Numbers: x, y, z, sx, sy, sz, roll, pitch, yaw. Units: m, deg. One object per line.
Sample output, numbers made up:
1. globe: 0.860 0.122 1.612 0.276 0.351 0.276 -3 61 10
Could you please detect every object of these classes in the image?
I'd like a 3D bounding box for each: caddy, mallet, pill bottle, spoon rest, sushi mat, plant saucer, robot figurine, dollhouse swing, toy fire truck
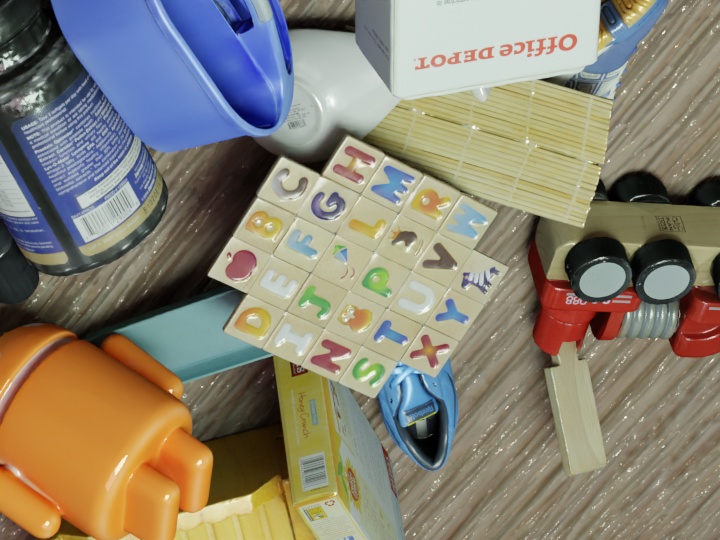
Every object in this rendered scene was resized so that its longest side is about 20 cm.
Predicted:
1. caddy: -0.111 -0.171 1.477 0.105 0.142 0.200 -14 132 25
2. mallet: -0.290 0.050 1.568 0.041 0.200 0.066 20 148 23
3. pill bottle: -0.217 -0.103 1.528 0.112 0.112 0.200 -23 124 3
4. spoon rest: 0.001 -0.127 1.570 0.199 0.061 0.100 -8 115 29
5. sushi mat: 0.074 -0.100 1.591 0.199 0.012 0.096 17 110 10
6. plant saucer: -0.113 0.045 1.657 0.199 0.019 0.070 -18 129 32
7. robot figurine: -0.200 0.114 1.607 0.144 0.200 0.117 -59 162 -1
8. dollhouse swing: -0.129 0.234 1.742 0.199 0.182 0.176 -14 106 -4
9. toy fire truck: 0.209 0.044 1.725 0.175 0.129 0.200 2 133 -15

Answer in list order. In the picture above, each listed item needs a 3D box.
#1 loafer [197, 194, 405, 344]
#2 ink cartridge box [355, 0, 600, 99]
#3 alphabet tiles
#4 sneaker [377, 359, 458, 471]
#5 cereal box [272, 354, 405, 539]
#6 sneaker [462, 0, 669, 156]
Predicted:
1. loafer: -0.042 -0.009 1.657 0.200 0.070 0.075 -35 123 30
2. ink cartridge box: 0.074 -0.221 1.429 0.146 0.083 0.201 -10 124 -16
3. alphabet tiles: 0.000 0.000 1.593 0.200 0.006 0.167 25 108 -27
4. sneaker: 0.036 0.062 1.714 0.066 0.079 0.201 -15 123 0
5. cereal box: -0.011 0.157 1.692 0.039 0.144 0.200 -17 142 9
6. sneaker: 0.153 -0.140 1.621 0.088 0.075 0.200 29 121 -36
